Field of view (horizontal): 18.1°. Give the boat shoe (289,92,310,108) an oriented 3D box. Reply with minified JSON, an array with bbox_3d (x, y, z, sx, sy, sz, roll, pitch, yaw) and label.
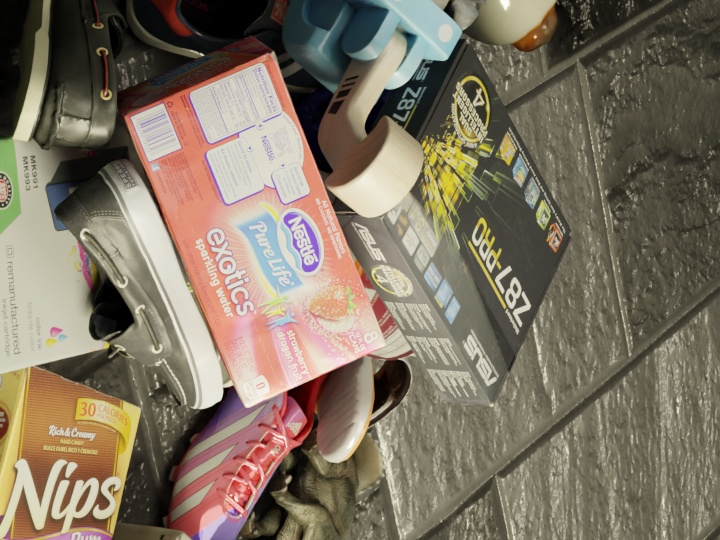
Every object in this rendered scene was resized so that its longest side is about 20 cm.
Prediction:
[{"bbox_3d":[-0.067,-0.109,1.645,0.073,0.066,0.202,13,81,-52],"label":"boat shoe"}]

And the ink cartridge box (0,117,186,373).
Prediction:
[{"bbox_3d":[-0.206,-0.019,1.449,0.199,0.087,0.147,-12,101,-54],"label":"ink cartridge box"}]

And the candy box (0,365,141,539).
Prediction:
[{"bbox_3d":[-0.218,0.169,1.469,0.116,0.056,0.202,27,70,-50],"label":"candy box"}]

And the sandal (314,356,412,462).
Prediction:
[{"bbox_3d":[0.004,0.092,1.678,0.059,0.079,0.207,30,23,-14],"label":"sandal"}]

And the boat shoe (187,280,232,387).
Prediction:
[{"bbox_3d":[-0.125,-0.015,1.573,0.060,0.072,0.204,-13,96,-53],"label":"boat shoe"}]

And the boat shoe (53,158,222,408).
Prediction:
[{"bbox_3d":[-0.141,0.021,1.415,0.066,0.070,0.201,-29,137,-13],"label":"boat shoe"}]

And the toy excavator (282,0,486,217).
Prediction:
[{"bbox_3d":[0.003,-0.135,1.473,0.100,0.194,0.201,36,77,-35],"label":"toy excavator"}]

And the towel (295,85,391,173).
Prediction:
[{"bbox_3d":[0.002,-0.070,1.657,0.147,0.049,0.201,-37,153,-29],"label":"towel"}]

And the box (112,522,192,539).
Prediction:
[{"bbox_3d":[-0.113,0.256,1.593,0.200,0.082,0.069,49,54,-41],"label":"box"}]

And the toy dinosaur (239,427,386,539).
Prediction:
[{"bbox_3d":[-0.037,0.178,1.694,0.102,0.077,0.201,43,55,-34],"label":"toy dinosaur"}]

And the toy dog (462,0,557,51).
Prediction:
[{"bbox_3d":[0.057,-0.223,1.695,0.195,0.199,0.140,-58,133,-34],"label":"toy dog"}]

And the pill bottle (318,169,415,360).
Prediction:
[{"bbox_3d":[0.000,0.000,1.589,0.199,0.113,0.115,17,78,-54],"label":"pill bottle"}]

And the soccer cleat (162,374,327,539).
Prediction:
[{"bbox_3d":[-0.078,0.128,1.634,0.067,0.076,0.201,50,52,-39],"label":"soccer cleat"}]

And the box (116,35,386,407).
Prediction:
[{"bbox_3d":[-0.069,-0.033,1.412,0.102,0.095,0.201,-24,105,-5],"label":"box"}]

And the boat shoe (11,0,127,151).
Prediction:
[{"bbox_3d":[-0.182,-0.146,1.430,0.202,0.063,0.074,-97,-156,-50],"label":"boat shoe"}]

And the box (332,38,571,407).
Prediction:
[{"bbox_3d":[0.065,-0.032,1.542,0.162,0.049,0.201,-60,137,-31],"label":"box"}]

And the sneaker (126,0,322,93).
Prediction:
[{"bbox_3d":[-0.059,-0.174,1.577,0.198,0.084,0.076,6,77,-27],"label":"sneaker"}]
